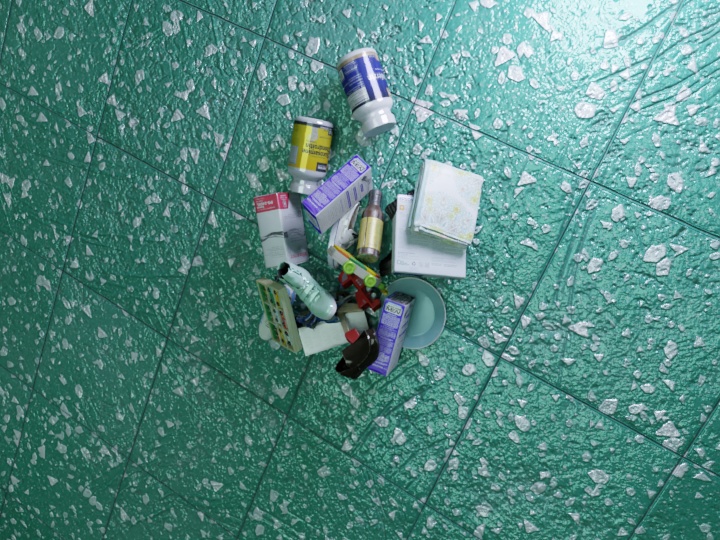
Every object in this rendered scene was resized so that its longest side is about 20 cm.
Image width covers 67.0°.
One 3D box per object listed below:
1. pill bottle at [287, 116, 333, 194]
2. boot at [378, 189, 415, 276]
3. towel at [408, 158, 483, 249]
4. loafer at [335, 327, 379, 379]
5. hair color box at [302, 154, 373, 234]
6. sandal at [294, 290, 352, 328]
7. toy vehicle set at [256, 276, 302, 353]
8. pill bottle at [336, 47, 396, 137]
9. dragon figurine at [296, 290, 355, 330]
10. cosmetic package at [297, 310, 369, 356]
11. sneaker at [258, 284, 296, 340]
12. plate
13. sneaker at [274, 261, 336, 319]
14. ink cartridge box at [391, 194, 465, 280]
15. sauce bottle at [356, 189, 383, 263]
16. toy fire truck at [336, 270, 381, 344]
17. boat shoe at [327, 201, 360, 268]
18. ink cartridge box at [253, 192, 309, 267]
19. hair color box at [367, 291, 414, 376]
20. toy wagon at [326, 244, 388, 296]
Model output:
[{"bbox_3d":[-0.144,-0.318,1.520,0.110,0.112,0.204,14,102,17],"label":"pill bottle"},{"bbox_3d":[0.103,-0.100,1.474,0.210,0.079,0.159,-36,91,6],"label":"boot"},{"bbox_3d":[0.217,-0.169,1.384,0.168,0.048,0.204,16,77,-13],"label":"towel"},{"bbox_3d":[-0.011,0.225,1.426,0.201,0.070,0.074,-62,37,40],"label":"loafer"},{"bbox_3d":[-0.058,-0.203,1.459,0.199,0.110,0.065,-41,70,-11],"label":"hair color box"},{"bbox_3d":[-0.114,0.119,1.602,0.198,0.058,0.080,-29,125,5],"label":"sandal"},{"bbox_3d":[-0.232,0.126,1.552,0.123,0.026,0.204,17,126,48],"label":"toy vehicle set"},{"bbox_3d":[0.019,-0.467,1.439,0.114,0.116,0.204,-19,92,21],"label":"pill bottle"},{"bbox_3d":[-0.086,0.112,1.480,0.197,0.059,0.102,-4,73,34],"label":"dragon figurine"},{"bbox_3d":[-0.074,0.175,1.563,0.196,0.051,0.084,-16,90,-1],"label":"cosmetic package"},{"bbox_3d":[-0.261,0.127,1.647,0.071,0.072,0.202,34,109,10],"label":"sneaker"},{"bbox_3d":[0.144,0.118,1.524,0.196,0.026,0.205,3,99,20],"label":"plate"},{"bbox_3d":[-0.151,0.052,1.434,0.074,0.118,0.200,-52,53,7],"label":"sneaker"},{"bbox_3d":[0.177,-0.084,1.403,0.192,0.043,0.204,6,78,-12],"label":"ink cartridge box"},{"bbox_3d":[0.031,-0.123,1.471,0.063,0.065,0.204,1,67,19],"label":"sauce bottle"},{"bbox_3d":[-0.019,0.098,1.519,0.140,0.049,0.201,-35,70,-6],"label":"toy fire truck"},{"bbox_3d":[-0.034,-0.100,1.538,0.084,0.074,0.206,13,92,15],"label":"boat shoe"},{"bbox_3d":[-0.223,-0.116,1.559,0.082,0.145,0.204,-7,95,19],"label":"ink cartridge box"},{"bbox_3d":[0.083,0.168,1.473,0.064,0.109,0.204,19,104,16],"label":"hair color box"},{"bbox_3d":[0.000,0.000,1.446,0.198,0.155,0.040,33,95,-21],"label":"toy wagon"}]
